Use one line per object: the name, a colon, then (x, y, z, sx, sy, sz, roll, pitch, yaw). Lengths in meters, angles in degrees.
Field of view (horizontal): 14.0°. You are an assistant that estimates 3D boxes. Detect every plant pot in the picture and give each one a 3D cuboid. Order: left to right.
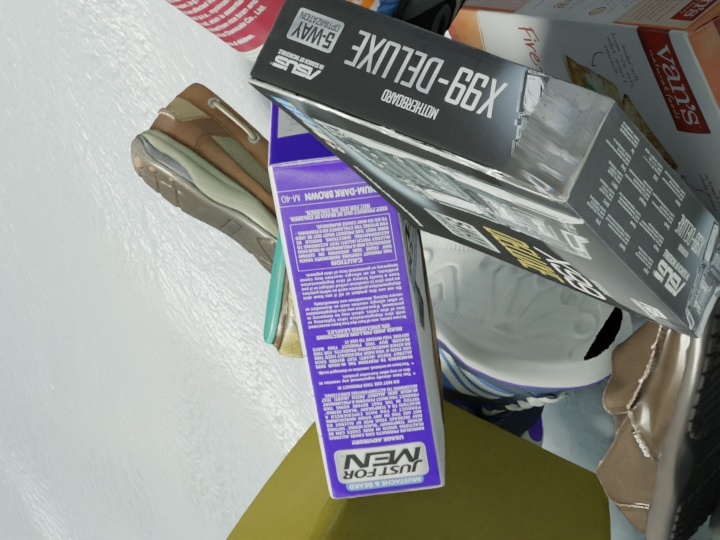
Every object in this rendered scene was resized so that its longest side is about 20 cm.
plant pot: (0.027, 0.175, 1.593, 0.199, 0.177, 0.200, 26, 160, -16)

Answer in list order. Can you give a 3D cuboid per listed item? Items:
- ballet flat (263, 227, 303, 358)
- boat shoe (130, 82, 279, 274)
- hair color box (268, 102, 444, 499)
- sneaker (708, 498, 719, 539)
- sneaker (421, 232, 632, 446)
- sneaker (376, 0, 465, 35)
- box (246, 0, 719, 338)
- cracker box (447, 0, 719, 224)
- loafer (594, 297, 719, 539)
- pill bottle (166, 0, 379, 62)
ballet flat: (-0.017, -0.049, 1.665, 0.071, 0.070, 0.201, 17, 106, 55)
boat shoe: (-0.040, -0.038, 1.738, 0.200, 0.072, 0.076, 37, 164, -14)
hair color box: (0.000, 0.000, 1.451, 0.110, 0.064, 0.201, -90, -7, -55)
sneaker: (0.252, 0.190, 1.485, 0.200, 0.073, 0.082, 53, 159, 3)
sneaker: (0.091, 0.052, 1.608, 0.199, 0.081, 0.147, 15, 152, 43)
sneaker: (0.078, -0.146, 1.214, 0.083, 0.071, 0.199, 41, 127, -13)
box: (0.062, -0.044, 1.262, 0.157, 0.050, 0.200, 23, 173, 27)
cracker box: (0.133, -0.074, 1.367, 0.200, 0.058, 0.134, 13, 134, 57)
loafer: (0.150, 0.056, 1.453, 0.071, 0.073, 0.201, 32, 135, 24)
pill bottle: (-0.075, -0.186, 1.457, 0.199, 0.113, 0.113, 33, 165, -21)
